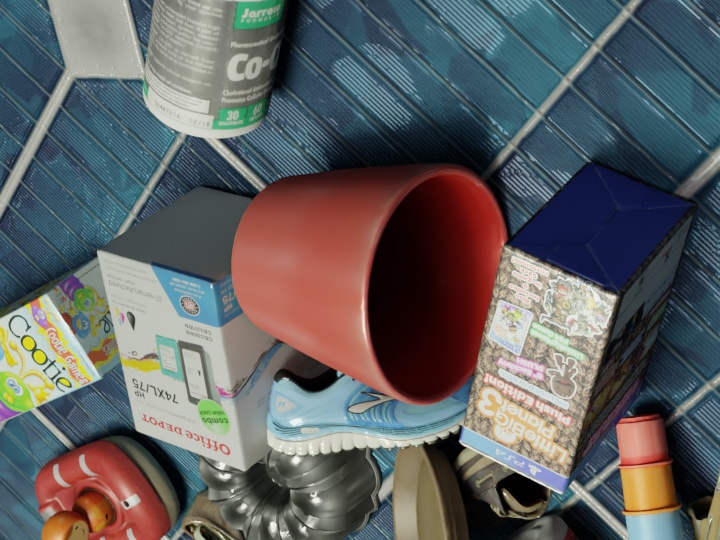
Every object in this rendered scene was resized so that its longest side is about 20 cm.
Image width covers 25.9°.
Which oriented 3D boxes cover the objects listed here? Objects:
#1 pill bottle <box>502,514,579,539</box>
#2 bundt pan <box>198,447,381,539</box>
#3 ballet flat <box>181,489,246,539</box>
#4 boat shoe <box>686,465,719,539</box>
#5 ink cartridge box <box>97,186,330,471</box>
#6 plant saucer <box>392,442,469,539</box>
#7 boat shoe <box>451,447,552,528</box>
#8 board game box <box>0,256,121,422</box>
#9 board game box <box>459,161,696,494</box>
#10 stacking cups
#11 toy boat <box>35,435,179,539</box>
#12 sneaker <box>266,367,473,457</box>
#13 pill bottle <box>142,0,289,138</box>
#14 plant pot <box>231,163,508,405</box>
[{"bbox_3d":[0.197,0.335,1.432,0.200,0.120,0.120,50,133,-2],"label":"pill bottle"},{"bbox_3d":[-0.082,0.206,1.574,0.202,0.076,0.202,17,126,25],"label":"bundt pan"},{"bbox_3d":[-0.118,0.324,1.676,0.200,0.067,0.068,45,133,3],"label":"ballet flat"},{"bbox_3d":[0.311,0.220,1.326,0.076,0.072,0.200,35,125,31],"label":"boat shoe"},{"bbox_3d":[-0.128,0.052,1.454,0.147,0.146,0.200,14,125,35],"label":"ink cartridge box"},{"bbox_3d":[0.066,0.251,1.453,0.029,0.200,0.200,-4,124,-12],"label":"plant saucer"},{"bbox_3d":[0.130,0.185,1.386,0.074,0.073,0.200,-2,144,-13],"label":"boat shoe"},{"bbox_3d":[-0.325,0.073,1.639,0.200,0.105,0.103,-24,102,41],"label":"board game box"},{"bbox_3d":[0.172,0.043,1.242,0.097,0.159,0.200,25,128,21],"label":"board game box"},{"bbox_3d":[0.250,0.222,1.320,0.060,0.060,0.200,-9,89,38],"label":"stacking cups"},{"bbox_3d":[-0.297,0.268,1.721,0.200,0.131,0.131,-25,101,42],"label":"toy boat"},{"bbox_3d":[0.013,0.112,1.406,0.200,0.078,0.090,-6,98,-5],"label":"sneaker"},{"bbox_3d":[-0.117,-0.221,1.309,0.113,0.113,0.200,28,130,18],"label":"pill bottle"},{"bbox_3d":[0.000,0.000,1.325,0.177,0.200,0.201,11,123,39],"label":"plant pot"}]
